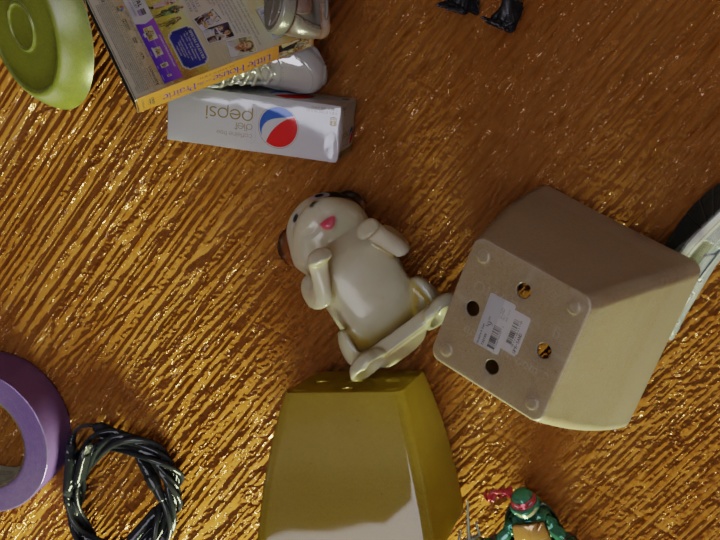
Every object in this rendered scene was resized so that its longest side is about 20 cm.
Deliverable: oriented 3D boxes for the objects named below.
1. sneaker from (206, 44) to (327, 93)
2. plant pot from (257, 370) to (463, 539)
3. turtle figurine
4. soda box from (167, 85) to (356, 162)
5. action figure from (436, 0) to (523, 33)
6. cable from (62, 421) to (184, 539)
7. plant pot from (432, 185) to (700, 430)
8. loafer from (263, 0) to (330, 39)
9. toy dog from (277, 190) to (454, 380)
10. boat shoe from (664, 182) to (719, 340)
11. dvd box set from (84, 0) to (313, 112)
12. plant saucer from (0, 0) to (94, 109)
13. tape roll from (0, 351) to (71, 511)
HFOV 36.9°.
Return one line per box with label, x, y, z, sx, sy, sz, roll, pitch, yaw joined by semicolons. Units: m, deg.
sneaker;-0.135;-0.222;1.160;0.199;0.100;0.078;18;137;13
plant pot;0.000;0.210;1.223;0.199;0.200;0.177;-3;94;15
turtle figurine;0.201;0.322;1.247;0.149;0.101;0.201;-6;121;30
soda box;-0.109;-0.168;1.193;0.199;0.068;0.064;9;108;11
action figure;0.151;-0.341;1.061;0.119;0.102;0.201;26;113;17
cable;-0.308;0.296;1.397;0.162;0.051;0.201;10;106;6
plant pot;0.190;0.047;1.091;0.200;0.177;0.201;31;113;28
loafer;-0.062;-0.326;1.110;0.063;0.072;0.201;11;68;-26
toy dog;0.000;0.000;1.179;0.139;0.194;0.200;-37;79;4
boat shoe;0.356;-0.014;1.125;0.065;0.074;0.202;31;115;-3
dvd box set;-0.167;-0.261;1.118;0.199;0.029;0.147;-25;71;-14
plant saucer;-0.363;-0.272;1.190;0.200;0.031;0.201;25;127;38
tape roll;-0.481;0.209;1.399;0.199;0.066;0.201;4;108;13
